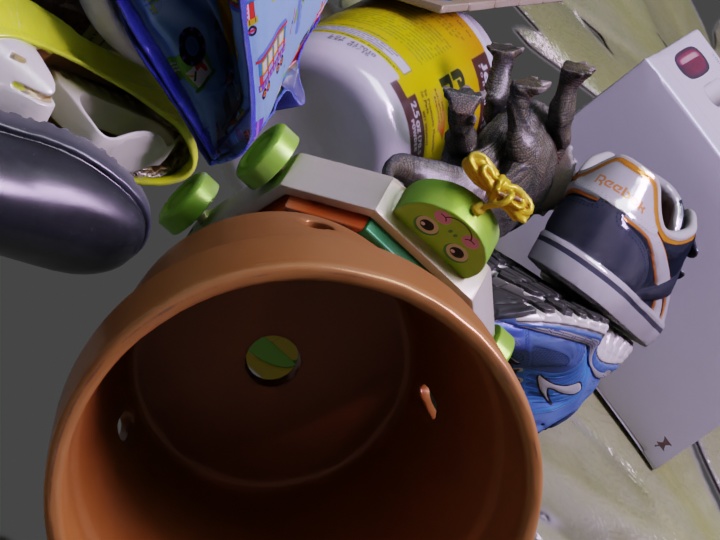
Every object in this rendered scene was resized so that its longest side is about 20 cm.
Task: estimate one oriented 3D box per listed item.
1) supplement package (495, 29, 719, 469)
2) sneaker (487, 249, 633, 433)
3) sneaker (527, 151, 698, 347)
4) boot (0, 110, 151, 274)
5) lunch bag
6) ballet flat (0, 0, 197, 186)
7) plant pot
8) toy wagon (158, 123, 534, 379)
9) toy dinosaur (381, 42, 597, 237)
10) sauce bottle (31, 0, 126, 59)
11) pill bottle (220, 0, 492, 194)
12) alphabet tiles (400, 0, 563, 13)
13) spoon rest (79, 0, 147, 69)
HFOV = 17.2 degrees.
[{"bbox_3d":[0.190,-0.014,1.434,0.200,0.156,0.111,53,28,3],"label":"supplement package"},{"bbox_3d":[0.085,0.049,1.251,0.078,0.089,0.200,32,0,25],"label":"sneaker"},{"bbox_3d":[0.143,-0.011,1.292,0.078,0.080,0.200,33,-1,11],"label":"sneaker"},{"bbox_3d":[-0.162,0.012,0.977,0.164,0.066,0.200,27,33,-24],"label":"boot"},{"bbox_3d":[-0.057,-0.161,1.123,0.151,0.094,0.201,-69,148,-47],"label":"lunch bag"},{"bbox_3d":[-0.148,-0.082,1.104,0.200,0.067,0.067,19,27,-49],"label":"ballet flat"},{"bbox_3d":[-0.033,0.065,1.000,0.200,0.200,0.140,40,13,-20],"label":"plant pot"},{"bbox_3d":[0.000,0.000,1.096,0.155,0.200,0.040,42,53,-16],"label":"toy wagon"},{"bbox_3d":[0.073,-0.055,1.229,0.077,0.103,0.200,11,26,17],"label":"toy dinosaur"},{"bbox_3d":[-0.145,-0.139,1.182,0.200,0.066,0.066,19,41,-46],"label":"sauce bottle"},{"bbox_3d":[0.008,-0.091,1.303,0.109,0.109,0.200,52,28,1],"label":"pill bottle"},{"bbox_3d":[-0.002,-0.181,1.377,0.199,0.008,0.167,20,17,25],"label":"alphabet tiles"},{"bbox_3d":[-0.126,-0.179,1.122,0.200,0.060,0.100,52,39,-20],"label":"spoon rest"}]
